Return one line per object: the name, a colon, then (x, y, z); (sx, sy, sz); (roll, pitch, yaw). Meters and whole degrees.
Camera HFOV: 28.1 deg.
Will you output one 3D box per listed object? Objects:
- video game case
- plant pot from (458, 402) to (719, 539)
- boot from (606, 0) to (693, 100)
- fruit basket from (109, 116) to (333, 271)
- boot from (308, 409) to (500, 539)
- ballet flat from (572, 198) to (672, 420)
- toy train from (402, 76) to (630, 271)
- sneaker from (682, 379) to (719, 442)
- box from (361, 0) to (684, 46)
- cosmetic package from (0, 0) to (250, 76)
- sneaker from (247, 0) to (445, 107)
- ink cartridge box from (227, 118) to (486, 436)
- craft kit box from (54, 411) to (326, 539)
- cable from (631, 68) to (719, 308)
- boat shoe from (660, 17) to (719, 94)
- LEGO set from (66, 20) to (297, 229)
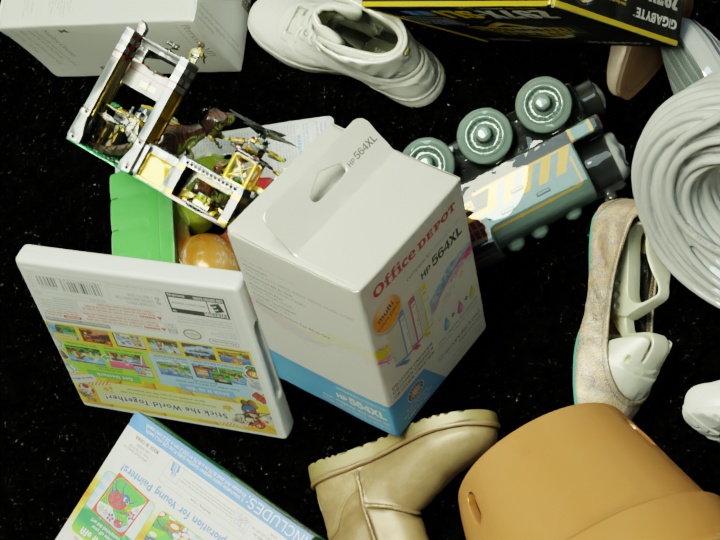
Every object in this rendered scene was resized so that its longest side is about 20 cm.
video game case: (-0.165, 0.059, 1.172); (0.199, 0.183, 0.023); (7, 47, 20)
plant pot: (0.158, 0.190, 1.013); (0.200, 0.200, 0.140); (-34, 57, 7)
boot: (0.209, -0.255, 1.199); (0.146, 0.070, 0.201); (28, 87, 32)
fruit basket: (-0.113, -0.033, 1.239); (0.199, 0.094, 0.186); (-6, 72, 1)
boot: (0.053, 0.225, 1.106); (0.175, 0.066, 0.201); (-25, 66, 24)
ballet flat: (0.204, 0.037, 1.097); (0.067, 0.068, 0.201); (-11, 71, 48)
toy train: (0.119, -0.074, 1.166); (0.199, 0.085, 0.114); (-27, 81, 7)
sneaker: (0.333, 0.073, 1.055); (0.199, 0.078, 0.100); (-9, 63, 8)
box: (0.124, -0.212, 1.119); (0.199, 0.159, 0.050); (11, 92, 45)
cosmetic package: (-0.212, -0.235, 1.308); (0.199, 0.113, 0.082); (2, 74, 22)
sneaker: (-0.028, -0.212, 1.235); (0.199, 0.116, 0.074); (23, 84, 25)
ink cartridge box: (0.000, 0.000, 1.079); (0.125, 0.200, 0.129); (25, 60, 30)
craft kit box: (-0.158, 0.252, 1.180); (0.200, 0.049, 0.198); (31, 83, 24)
cable: (0.286, -0.051, 1.013); (0.200, 0.200, 0.069); (-10, 31, 53)
boat shoe: (0.307, -0.118, 1.125); (0.066, 0.074, 0.201); (-22, 72, -10)
LEGO set: (-0.126, -0.113, 1.137); (0.199, 0.154, 0.116); (30, 92, 18)
